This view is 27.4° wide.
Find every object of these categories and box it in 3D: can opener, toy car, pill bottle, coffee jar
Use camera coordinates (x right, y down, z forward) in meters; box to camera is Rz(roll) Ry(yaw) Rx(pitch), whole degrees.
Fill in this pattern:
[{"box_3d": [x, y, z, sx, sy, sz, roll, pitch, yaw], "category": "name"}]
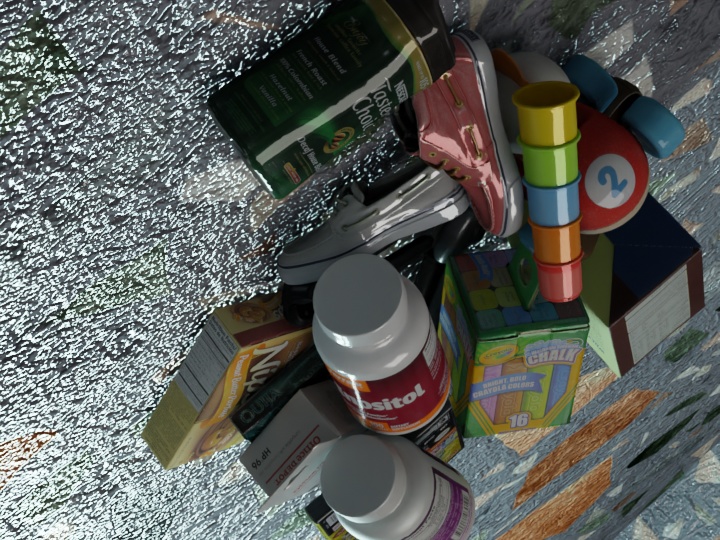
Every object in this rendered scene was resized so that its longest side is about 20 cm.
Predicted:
[{"box_3d": [0.081, 0.002, 1.577, 0.066, 0.053, 0.201, -27, 144, -47], "category": "can opener"}, {"box_3d": [0.175, -0.135, 1.390, 0.185, 0.177, 0.200, -48, 143, -2], "category": "toy car"}, {"box_3d": [0.018, 0.070, 1.414, 0.113, 0.113, 0.200, -35, 148, -6], "category": "pill bottle"}, {"box_3d": [0.036, 0.231, 1.519, 0.112, 0.113, 0.200, -40, 149, 6], "category": "pill bottle"}, {"box_3d": [0.000, 0.000, 1.486, 0.199, 0.078, 0.064, -27, 114, -38], "category": "can opener"}, {"box_3d": [-0.018, -0.152, 1.174, 0.200, 0.085, 0.104, -38, 156, -1], "category": "coffee jar"}]

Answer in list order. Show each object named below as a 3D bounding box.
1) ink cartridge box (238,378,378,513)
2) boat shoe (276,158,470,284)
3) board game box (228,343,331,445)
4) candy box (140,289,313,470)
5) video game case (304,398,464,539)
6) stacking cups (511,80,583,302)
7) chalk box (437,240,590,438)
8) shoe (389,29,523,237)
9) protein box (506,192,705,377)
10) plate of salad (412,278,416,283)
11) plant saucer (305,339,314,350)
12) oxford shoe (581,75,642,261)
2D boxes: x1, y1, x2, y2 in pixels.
[{"box_3d": [-0.045, 0.172, 1.535, 0.116, 0.068, 0.200, -50, 163, 25], "category": "ink cartridge box"}, {"box_3d": [0.003, -0.056, 1.406, 0.199, 0.074, 0.067, -25, 115, 4], "category": "boat shoe"}, {"box_3d": [-0.045, 0.114, 1.561, 0.200, 0.028, 0.135, -40, 162, -9], "category": "board game box"}, {"box_3d": [-0.134, 0.112, 1.512, 0.115, 0.055, 0.200, -16, 148, -47], "category": "candy box"}, {"box_3d": [0.032, 0.234, 1.679, 0.200, 0.026, 0.181, -40, 158, -8], "category": "video game case"}, {"box_3d": [0.177, -0.069, 1.333, 0.060, 0.060, 0.201, -26, 122, -24], "category": "stacking cups"}, {"box_3d": [0.155, 0.058, 1.521, 0.123, 0.125, 0.201, -7, 134, -10], "category": "chalk box"}, {"box_3d": [0.083, -0.110, 1.331, 0.091, 0.071, 0.201, -24, 118, -18], "category": "shoe"}, {"box_3d": [0.274, -0.017, 1.671, 0.135, 0.199, 0.200, -39, 156, -2], "category": "protein box"}, {"box_3d": [0.149, 0.051, 1.670, 0.200, 0.198, 0.048, 74, 28, -64], "category": "plate of salad"}, {"box_3d": [-0.031, 0.080, 1.630, 0.200, 0.035, 0.201, -32, 155, -17], "category": "plant saucer"}, {"box_3d": [0.244, -0.100, 1.524, 0.072, 0.084, 0.202, 1, 105, -35], "category": "oxford shoe"}]
